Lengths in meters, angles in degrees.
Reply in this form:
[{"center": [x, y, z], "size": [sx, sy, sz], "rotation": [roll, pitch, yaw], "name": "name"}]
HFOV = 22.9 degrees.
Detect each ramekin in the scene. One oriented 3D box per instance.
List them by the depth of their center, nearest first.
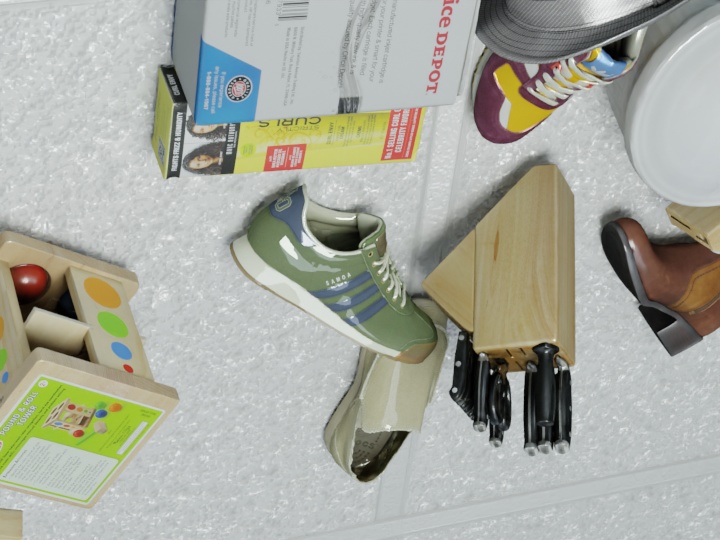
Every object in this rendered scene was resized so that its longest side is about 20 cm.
[{"center": [0.286, -0.155, 1.405], "size": [0.201, 0.094, 0.203], "rotation": [-12, 134, -13], "name": "ramekin"}]

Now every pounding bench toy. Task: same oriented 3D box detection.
[{"center": [-0.259, 0.095, 1.353], "size": [0.124, 0.156, 0.200], "rotation": [20, 121, -38], "name": "pounding bench toy"}]

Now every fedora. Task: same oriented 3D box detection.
[{"center": [0.159, -0.237, 1.220], "size": [0.199, 0.177, 0.091], "rotation": [-25, 126, -1], "name": "fedora"}]

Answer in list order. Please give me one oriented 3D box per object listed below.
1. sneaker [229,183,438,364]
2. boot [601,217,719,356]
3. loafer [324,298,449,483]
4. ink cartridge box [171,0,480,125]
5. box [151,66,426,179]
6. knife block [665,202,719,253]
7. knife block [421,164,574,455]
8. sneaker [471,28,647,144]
[{"center": [0.000, 0.000, 1.427], "size": [0.200, 0.067, 0.090], "rotation": [29, 115, -25], "name": "sneaker"}, {"center": [0.324, -0.030, 1.564], "size": [0.200, 0.069, 0.188], "rotation": [-35, 128, 4], "name": "boot"}, {"center": [0.031, 0.110, 1.561], "size": [0.075, 0.068, 0.200], "rotation": [3, 130, -27], "name": "loafer"}, {"center": [-0.024, -0.188, 1.241], "size": [0.199, 0.084, 0.145], "rotation": [-6, 134, -18], "name": "ink cartridge box"}, {"center": [-0.053, -0.115, 1.322], "size": [0.199, 0.050, 0.075], "rotation": [-5, 132, -20], "name": "box"}, {"center": [0.372, -0.099, 1.496], "size": [0.199, 0.064, 0.176], "rotation": [5, 110, -29], "name": "knife block"}, {"center": [0.144, 0.040, 1.428], "size": [0.200, 0.176, 0.064], "rotation": [-46, 151, -2], "name": "knife block"}, {"center": [0.156, -0.162, 1.342], "size": [0.075, 0.090, 0.200], "rotation": [12, 125, -33], "name": "sneaker"}]
